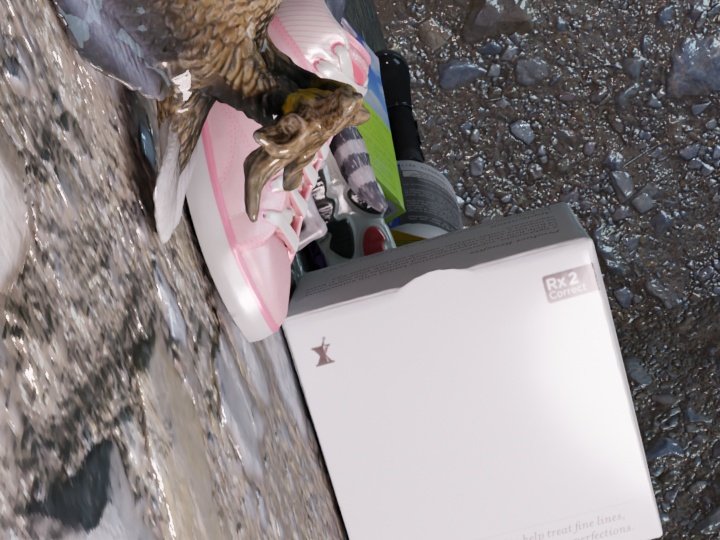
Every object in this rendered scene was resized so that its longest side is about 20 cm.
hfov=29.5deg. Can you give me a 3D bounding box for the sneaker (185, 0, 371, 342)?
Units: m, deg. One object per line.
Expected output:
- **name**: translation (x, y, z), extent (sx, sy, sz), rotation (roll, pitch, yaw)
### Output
- **sneaker**: translation (-0.039, -0.070, 0.706), extent (0.075, 0.103, 0.203), rotation (63, 14, -70)

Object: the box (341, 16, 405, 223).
- **box**: translation (-0.022, -0.142, 1.143), extent (0.122, 0.047, 0.201), rotation (44, 26, -39)

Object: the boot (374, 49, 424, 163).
- **boot**: translation (0.067, -0.253, 2.329), extent (0.165, 0.065, 0.202), rotation (64, 16, -52)

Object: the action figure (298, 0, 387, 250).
- **action figure**: translation (-0.036, -0.114, 0.862), extent (0.200, 0.103, 0.196), rotation (58, 27, -68)

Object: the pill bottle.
- **pill bottle**: translation (0.047, -0.012, 1.290), extent (0.201, 0.112, 0.115), rotation (-95, 168, -60)

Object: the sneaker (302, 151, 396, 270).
- **sneaker**: translation (0.000, 0.000, 1.036), extent (0.083, 0.080, 0.203), rotation (-140, -143, -79)

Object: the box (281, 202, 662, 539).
- **box**: translation (0.073, 0.083, 0.891), extent (0.131, 0.196, 0.202), rotation (-74, 148, -77)

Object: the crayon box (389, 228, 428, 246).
- **crayon box**: translation (0.044, 0.040, 1.094), extent (0.199, 0.051, 0.127), rotation (18, -55, 57)

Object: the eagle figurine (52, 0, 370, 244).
- **eagle figurine**: translation (-0.074, -0.130, 0.581), extent (0.200, 0.151, 0.152), rotation (46, -37, -2)
